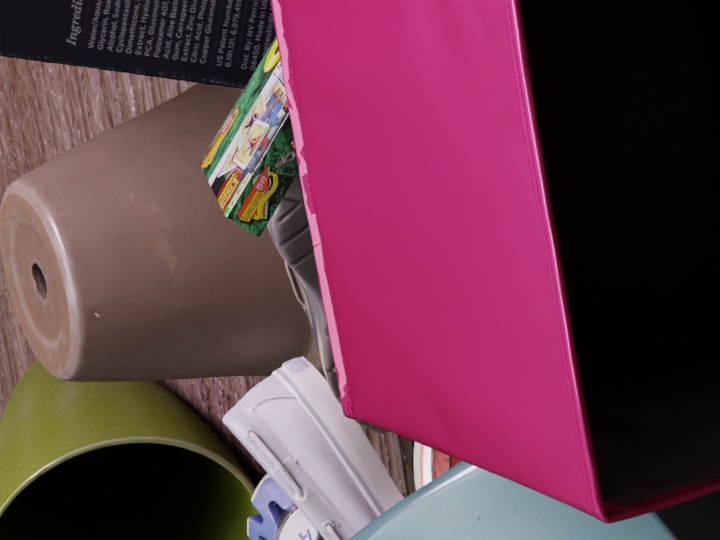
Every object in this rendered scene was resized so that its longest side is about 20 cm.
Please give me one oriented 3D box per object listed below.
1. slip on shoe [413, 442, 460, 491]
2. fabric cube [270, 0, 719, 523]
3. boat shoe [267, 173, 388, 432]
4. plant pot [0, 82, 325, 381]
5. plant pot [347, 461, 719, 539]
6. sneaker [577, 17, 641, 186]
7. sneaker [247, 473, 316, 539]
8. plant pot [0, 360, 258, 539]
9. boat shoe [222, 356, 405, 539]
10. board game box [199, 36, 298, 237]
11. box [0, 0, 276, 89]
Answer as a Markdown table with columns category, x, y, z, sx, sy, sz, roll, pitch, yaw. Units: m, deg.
| category | x | y | z | sx | sy | sz | roll | pitch | yaw |
| --- | --- | --- | --- | --- | --- | --- | --- | --- | --- |
| slip on shoe | 0.081 | 0.151 | 1.270 | 0.061 | 0.074 | 0.200 | -30 | 67 | 29 |
| fabric cube | 0.105 | -0.042 | 0.939 | 0.199 | 0.200 | 0.196 | 13 | 117 | 64 |
| boat shoe | 0.000 | 0.000 | 1.309 | 0.073 | 0.074 | 0.200 | -110 | 2 | -47 |
| plant pot | -0.102 | -0.014 | 1.412 | 0.200 | 0.175 | 0.200 | 44 | 142 | 49 |
| plant pot | 0.080 | 0.136 | 1.113 | 0.141 | 0.141 | 0.200 | 50 | 127 | 9 |
| sneaker | 0.075 | -0.105 | 1.128 | 0.200 | 0.066 | 0.091 | -139 | 56 | -61 |
| sneaker | -0.014 | 0.218 | 1.473 | 0.115 | 0.081 | 0.200 | 37 | 134 | 56 |
| plant pot | -0.169 | 0.138 | 1.669 | 0.200 | 0.187 | 0.187 | -118 | 24 | -59 |
| boat shoe | -0.004 | 0.145 | 1.370 | 0.200 | 0.068 | 0.072 | 59 | 172 | -12 |
| board game box | -0.011 | -0.117 | 1.175 | 0.200 | 0.023 | 0.105 | -59 | 14 | 8 |
| box | -0.142 | -0.174 | 1.328 | 0.197 | 0.200 | 0.118 | -148 | 66 | -63 |
